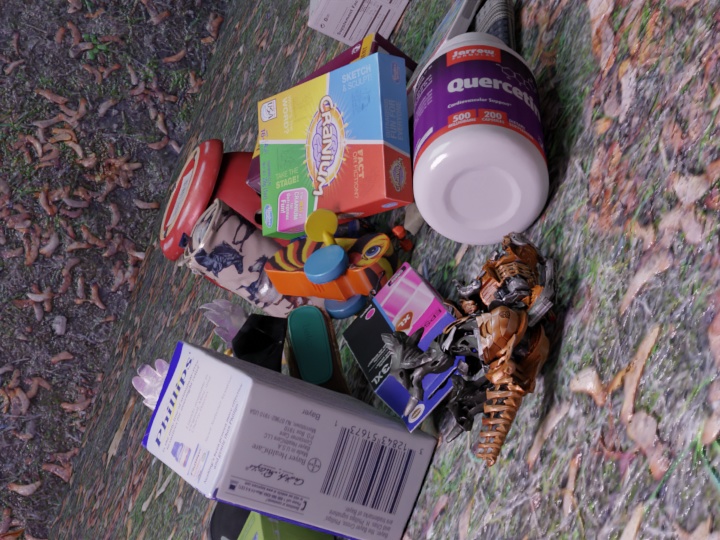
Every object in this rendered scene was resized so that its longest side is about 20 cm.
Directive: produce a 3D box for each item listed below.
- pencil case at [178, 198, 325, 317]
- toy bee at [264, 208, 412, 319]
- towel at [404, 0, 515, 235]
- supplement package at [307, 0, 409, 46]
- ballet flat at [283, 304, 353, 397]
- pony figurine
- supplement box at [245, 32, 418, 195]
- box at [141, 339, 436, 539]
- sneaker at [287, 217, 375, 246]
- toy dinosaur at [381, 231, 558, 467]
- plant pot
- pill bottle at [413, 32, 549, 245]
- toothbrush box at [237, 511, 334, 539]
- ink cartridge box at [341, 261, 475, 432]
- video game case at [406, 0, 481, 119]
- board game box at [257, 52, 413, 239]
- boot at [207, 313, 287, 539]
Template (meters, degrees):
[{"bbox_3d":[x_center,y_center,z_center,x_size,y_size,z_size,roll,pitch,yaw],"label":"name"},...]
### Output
[{"bbox_3d":[-0.115,0.007,1.671,0.090,0.199,0.078,-54,21,-3],"label":"pencil case"},{"bbox_3d":[0.000,0.000,1.475,0.109,0.199,0.132,-45,-33,-25],"label":"toy bee"},{"bbox_3d":[0.103,-0.159,1.453,0.200,0.034,0.194,-52,24,40],"label":"towel"},{"bbox_3d":[0.009,-0.421,1.979,0.156,0.110,0.201,-59,18,32],"label":"supplement package"},{"bbox_3d":[-0.038,0.132,1.442,0.065,0.070,0.202,79,-176,-62],"label":"ballet flat"},{"bbox_3d":[-0.125,0.125,1.569,0.167,0.193,0.200,-45,4,-29],"label":"pony figurine"},{"bbox_3d":[-0.023,-0.160,1.645,0.199,0.103,0.132,-27,41,43],"label":"supplement box"},{"bbox_3d":[-0.068,0.149,1.251,0.200,0.183,0.106,17,86,65],"label":"box"},{"bbox_3d":[-0.025,-0.031,1.659,0.079,0.075,0.200,-53,17,-5],"label":"sneaker"},{"bbox_3d":[0.093,0.055,1.070,0.135,0.102,0.200,-36,9,34],"label":"toy dinosaur"},{"bbox_3d":[-0.167,-0.072,1.981,0.201,0.181,0.201,-55,21,33],"label":"plant pot"},{"bbox_3d":[0.100,-0.121,1.233,0.113,0.112,0.201,-57,19,35],"label":"pill bottle"},{"bbox_3d":[-0.079,0.325,1.288,0.147,0.085,0.200,-64,15,13],"label":"toothbrush box"},{"bbox_3d":[0.043,0.063,1.268,0.095,0.037,0.200,-48,22,4],"label":"ink cartridge box"},{"bbox_3d":[0.090,-0.245,1.541,0.143,0.017,0.201,-54,7,44],"label":"video game case"},{"bbox_3d":[-0.030,-0.127,1.511,0.199,0.040,0.155,-15,74,46],"label":"board game box"},{"bbox_3d":[-0.105,0.166,1.404,0.165,0.065,0.202,-94,13,-60],"label":"boot"}]
